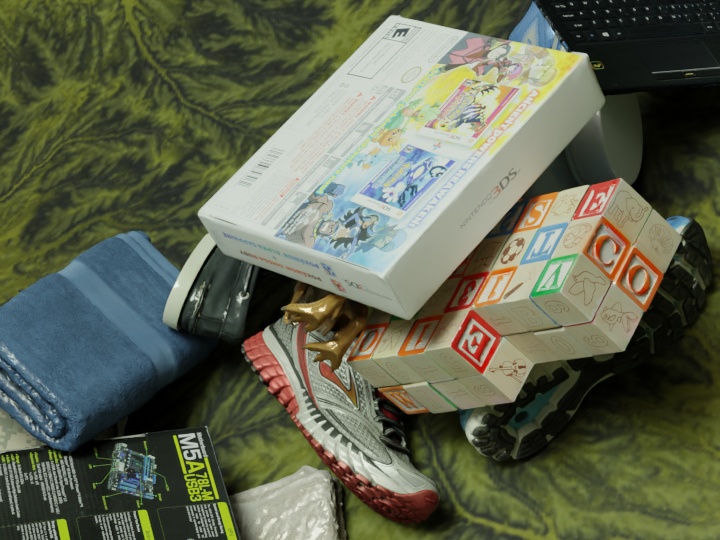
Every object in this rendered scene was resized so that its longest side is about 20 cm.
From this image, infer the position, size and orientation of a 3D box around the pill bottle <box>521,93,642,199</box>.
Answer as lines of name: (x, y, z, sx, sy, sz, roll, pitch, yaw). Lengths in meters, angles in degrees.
pill bottle: (0.083, -0.086, 1.482, 0.199, 0.111, 0.112, -7, 57, 26)

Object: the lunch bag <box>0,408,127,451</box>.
lunch bag: (-0.257, 0.118, 1.541, 0.199, 0.118, 0.165, -7, 52, 16)

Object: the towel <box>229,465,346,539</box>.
towel: (-0.065, 0.227, 1.410, 0.132, 0.034, 0.201, -21, 52, 17)

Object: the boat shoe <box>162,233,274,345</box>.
boat shoe: (-0.065, -0.022, 1.547, 0.066, 0.075, 0.200, 26, 45, 9)

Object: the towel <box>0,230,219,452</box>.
towel: (-0.179, 0.047, 1.498, 0.112, 0.200, 0.049, 43, 123, 7)

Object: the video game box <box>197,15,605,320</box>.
video game box: (0.025, -0.070, 1.371, 0.200, 0.047, 0.182, -47, 37, -21)

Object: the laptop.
laptop: (0.203, -0.221, 1.455, 0.176, 0.104, 0.200, -7, 46, -22)

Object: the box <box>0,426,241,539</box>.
box: (-0.170, 0.184, 1.376, 0.192, 0.048, 0.200, -4, 37, -16)

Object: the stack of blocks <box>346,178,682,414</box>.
stack of blocks: (0.090, 0.019, 1.343, 0.200, 0.059, 0.115, -12, 42, 55)

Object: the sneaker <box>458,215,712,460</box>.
sneaker: (0.133, 0.027, 1.405, 0.200, 0.078, 0.090, -38, 46, 2)

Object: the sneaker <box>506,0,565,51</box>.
sneaker: (0.160, -0.224, 1.554, 0.089, 0.079, 0.201, 17, 69, 34)

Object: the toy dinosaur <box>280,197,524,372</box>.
toy dinosaur: (0.000, 0.000, 1.382, 0.200, 0.060, 0.106, -19, 36, 50)

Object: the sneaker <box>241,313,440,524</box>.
sneaker: (-0.003, 0.085, 1.441, 0.082, 0.078, 0.200, -39, 49, -1)
